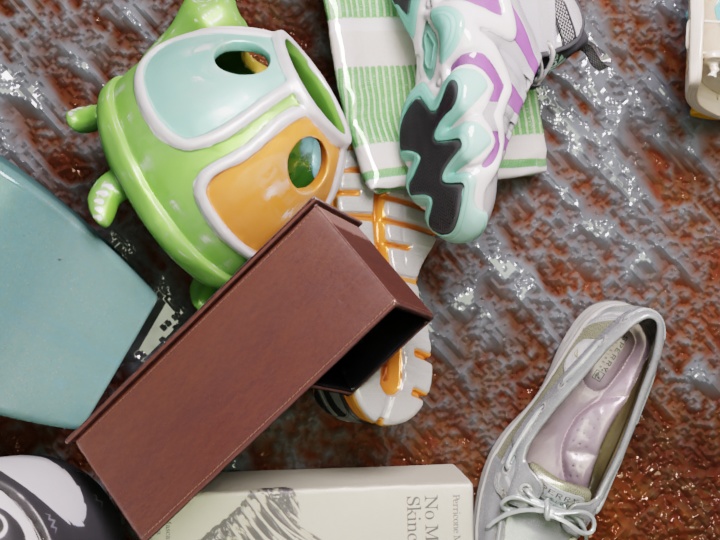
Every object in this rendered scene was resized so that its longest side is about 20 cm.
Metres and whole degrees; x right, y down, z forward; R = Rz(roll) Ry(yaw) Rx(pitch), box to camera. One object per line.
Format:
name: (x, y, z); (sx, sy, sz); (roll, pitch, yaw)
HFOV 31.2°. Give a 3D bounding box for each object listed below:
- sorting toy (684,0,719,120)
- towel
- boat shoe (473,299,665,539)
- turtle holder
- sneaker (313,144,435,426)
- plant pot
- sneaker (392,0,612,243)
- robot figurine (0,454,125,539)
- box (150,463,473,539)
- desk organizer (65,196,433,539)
sorting toy: (0.291, -0.190, 0.829); (0.199, 0.107, 0.181); (2, 83, -6)
towel: (0.046, -0.153, 0.805); (0.152, 0.023, 0.201); (-9, 90, -33)
boat shoe: (0.134, 0.113, 0.824); (0.074, 0.065, 0.203); (30, 87, -5)
turtle holder: (-0.078, -0.079, 0.765); (0.131, 0.186, 0.141); (-34, 111, 14)
sneaker: (0.000, 0.000, 0.807); (0.078, 0.077, 0.201); (15, 69, -26)
plant pot: (-0.227, 0.000, 0.752); (0.199, 0.141, 0.142); (31, 87, -13)
sneaker: (0.095, -0.116, 0.774); (0.139, 0.078, 0.201); (0, 85, -31)
robot figurine: (-0.205, 0.165, 0.718); (0.150, 0.200, 0.125); (-28, 81, 8)
box: (-0.031, 0.168, 0.805); (0.199, 0.068, 0.083); (-3, 91, -6)
desk organizer: (-0.061, 0.060, 0.728); (0.200, 0.072, 0.077); (-44, 69, 9)
